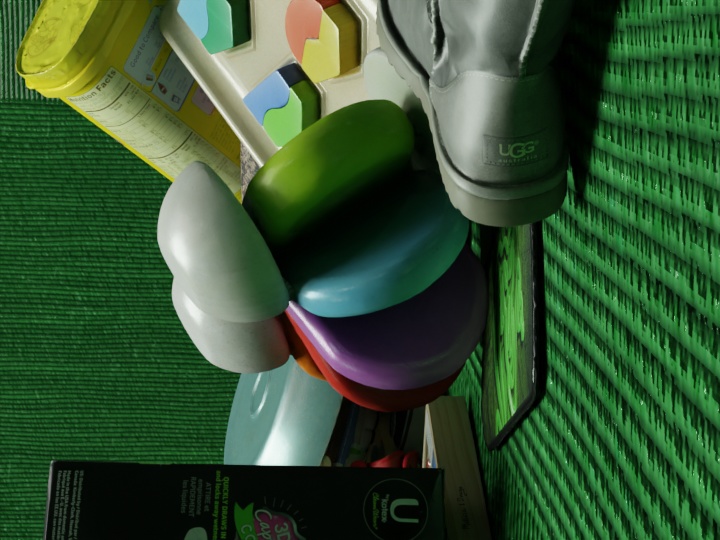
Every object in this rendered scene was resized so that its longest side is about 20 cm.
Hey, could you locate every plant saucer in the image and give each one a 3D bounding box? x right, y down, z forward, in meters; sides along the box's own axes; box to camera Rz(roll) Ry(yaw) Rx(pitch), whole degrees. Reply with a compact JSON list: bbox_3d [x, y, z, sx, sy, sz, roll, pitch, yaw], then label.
[{"bbox_3d":[-0.059,0.092,0.992,0.200,0.035,0.203,-162,89,-74],"label":"plant saucer"}]

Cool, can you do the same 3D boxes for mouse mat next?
[{"bbox_3d":[0.069,-0.024,0.655,0.161,0.007,0.203,99,171,-73],"label":"mouse mat"}]

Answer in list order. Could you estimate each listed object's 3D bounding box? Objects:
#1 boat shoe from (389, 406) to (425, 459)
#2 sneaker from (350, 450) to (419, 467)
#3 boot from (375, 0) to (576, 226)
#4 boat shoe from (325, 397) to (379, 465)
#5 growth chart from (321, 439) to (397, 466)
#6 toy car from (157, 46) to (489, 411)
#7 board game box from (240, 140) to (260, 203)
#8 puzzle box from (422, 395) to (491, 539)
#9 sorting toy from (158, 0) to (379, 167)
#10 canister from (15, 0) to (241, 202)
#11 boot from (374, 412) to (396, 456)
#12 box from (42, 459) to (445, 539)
[{"bbox_3d":[0.024,0.036,0.974,0.074,0.067,0.203,-97,9,-74],"label":"boat shoe"},{"bbox_3d":[0.012,0.192,0.905,0.200,0.077,0.117,-100,0,-73],"label":"sneaker"},{"bbox_3d":[0.046,-0.141,0.475,0.202,0.071,0.183,84,170,-45],"label":"boot"},{"bbox_3d":[-0.036,0.167,1.047,0.072,0.071,0.203,73,-148,-80],"label":"boat shoe"},{"bbox_3d":[-0.006,0.194,0.997,0.200,0.018,0.147,27,-105,-64],"label":"growth chart"},{"bbox_3d":[0.001,-0.002,0.694,0.151,0.174,0.200,54,165,16],"label":"toy car"},{"bbox_3d":[-0.016,-0.142,1.032,0.160,0.096,0.203,-51,-31,-53],"label":"board game box"},{"bbox_3d":[0.052,0.180,0.753,0.201,0.025,0.135,-94,5,-62],"label":"puzzle box"},{"bbox_3d":[-0.057,-0.164,0.894,0.186,0.036,0.200,53,140,13],"label":"sorting toy"},{"bbox_3d":[-0.146,-0.156,1.047,0.199,0.086,0.150,38,-113,-39],"label":"canister"},{"bbox_3d":[0.004,0.214,1.120,0.175,0.065,0.203,-39,-48,-74],"label":"boot"},{"bbox_3d":[-0.057,0.179,0.706,0.149,0.197,0.126,95,176,-65],"label":"box"}]
